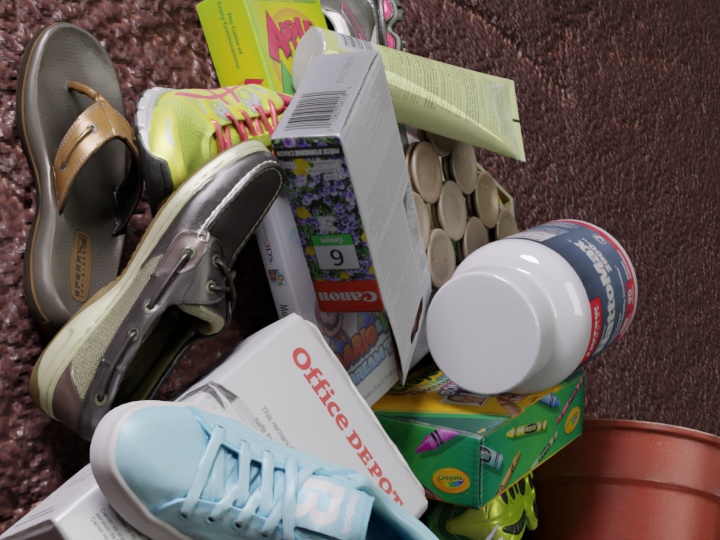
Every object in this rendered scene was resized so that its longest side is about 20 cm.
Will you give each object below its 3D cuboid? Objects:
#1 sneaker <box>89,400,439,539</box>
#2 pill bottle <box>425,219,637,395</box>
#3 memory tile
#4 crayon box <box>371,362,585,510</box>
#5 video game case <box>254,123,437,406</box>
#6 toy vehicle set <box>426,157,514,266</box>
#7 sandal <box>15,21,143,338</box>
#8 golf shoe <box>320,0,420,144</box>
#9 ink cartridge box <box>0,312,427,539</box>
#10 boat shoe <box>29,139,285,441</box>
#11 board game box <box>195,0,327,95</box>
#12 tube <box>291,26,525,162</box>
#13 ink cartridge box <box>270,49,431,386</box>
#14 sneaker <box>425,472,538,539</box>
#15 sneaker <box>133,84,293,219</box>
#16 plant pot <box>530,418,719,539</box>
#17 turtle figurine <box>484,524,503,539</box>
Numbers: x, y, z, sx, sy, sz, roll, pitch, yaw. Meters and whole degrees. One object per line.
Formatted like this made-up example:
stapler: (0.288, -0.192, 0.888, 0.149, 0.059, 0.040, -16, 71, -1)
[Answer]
sneaker: (-0.034, 0.114, 0.587, 0.199, 0.082, 0.074, 30, 55, -27)
pill bottle: (0.134, 0.030, 0.921, 0.200, 0.119, 0.120, -19, 92, -59)
memory tile: (0.081, -0.034, 0.975, 0.200, 0.017, 0.154, 52, 43, -43)
crayon box: (0.086, 0.119, 0.931, 0.200, 0.118, 0.059, -17, 111, -57)
video game case: (0.000, 0.000, 0.874, 0.200, 0.024, 0.183, -36, 117, -53)
toy vehicle set: (0.105, -0.014, 1.091, 0.124, 0.026, 0.201, 37, 43, -42)
sandal: (-0.164, -0.057, 0.710, 0.082, 0.054, 0.201, 24, 58, -49)
golf shoe: (-0.001, -0.137, 0.984, 0.088, 0.077, 0.201, -4, 76, -36)
ink cartridge box: (-0.074, 0.140, 0.657, 0.200, 0.084, 0.145, -40, 99, -42)
boat shoe: (-0.102, 0.015, 0.681, 0.200, 0.065, 0.073, -53, 156, -9)
board game box: (-0.051, -0.115, 0.906, 0.101, 0.047, 0.201, -16, 90, -56)
tube: (0.044, -0.135, 0.904, 0.199, 0.052, 0.058, 10, 103, -30)
ink cartridge box: (0.000, -0.032, 0.789, 0.109, 0.050, 0.201, -69, 152, -49)
sneaker: (0.099, 0.188, 0.972, 0.200, 0.083, 0.075, 16, 65, -73)
sneaker: (-0.082, -0.087, 0.764, 0.200, 0.090, 0.079, -57, 143, -67)
plant pot: (0.233, 0.251, 1.047, 0.200, 0.200, 0.197, 29, 61, -46)
turtle figurine: (0.010, 0.230, 0.732, 0.200, 0.100, 0.151, -28, 132, -51)
